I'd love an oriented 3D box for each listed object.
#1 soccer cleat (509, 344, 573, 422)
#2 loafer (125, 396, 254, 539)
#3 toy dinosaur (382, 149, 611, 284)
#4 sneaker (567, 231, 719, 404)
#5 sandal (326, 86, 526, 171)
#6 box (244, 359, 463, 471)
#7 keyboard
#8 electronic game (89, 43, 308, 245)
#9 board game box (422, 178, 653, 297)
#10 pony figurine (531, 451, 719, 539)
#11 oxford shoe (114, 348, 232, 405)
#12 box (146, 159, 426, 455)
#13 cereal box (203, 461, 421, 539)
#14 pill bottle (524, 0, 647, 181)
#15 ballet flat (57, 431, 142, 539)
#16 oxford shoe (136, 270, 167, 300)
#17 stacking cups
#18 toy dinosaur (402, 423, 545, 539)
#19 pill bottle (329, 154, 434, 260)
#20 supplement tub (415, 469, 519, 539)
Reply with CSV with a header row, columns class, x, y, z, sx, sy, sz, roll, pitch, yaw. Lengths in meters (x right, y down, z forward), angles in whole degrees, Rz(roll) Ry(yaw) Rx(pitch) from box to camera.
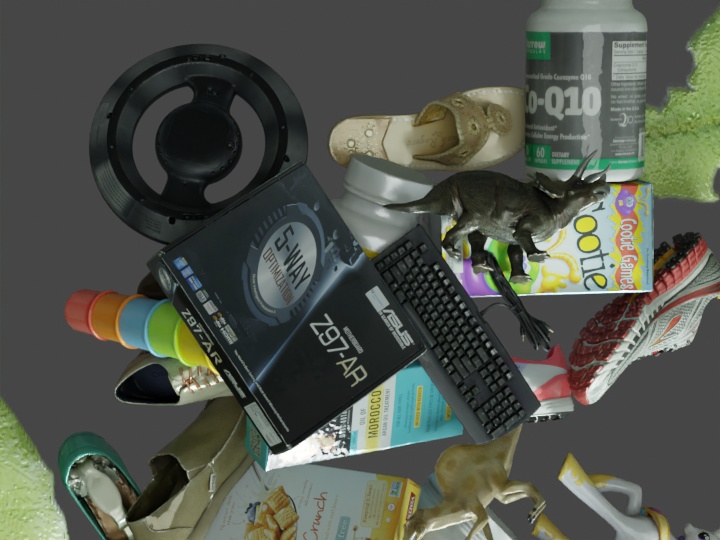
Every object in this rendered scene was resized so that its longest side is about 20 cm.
class,x,y,z,sx,sy,sz,roll,pitch,yaw
soccer cleat,0.105,0.112,1.704,0.200,0.068,0.073,-2,82,-7
loafer,-0.150,0.178,1.637,0.067,0.076,0.200,42,61,-34
toy dinosaur,0.120,-0.051,1.575,0.200,0.077,0.102,4,63,2
sneaker,0.280,0.057,1.697,0.200,0.078,0.082,-44,108,-11
sandal,0.077,-0.126,1.658,0.211,0.070,0.078,-8,99,-6
box,-0.003,0.118,1.586,0.200,0.049,0.082,-8,117,-25
keyboard,0.101,0.046,1.586,0.127,0.021,0.200,-37,98,-22
electronic game,-0.147,-0.115,1.613,0.200,0.042,0.200,0,71,-1
board game box,0.165,-0.033,1.666,0.200,0.105,0.103,-2,97,-8
pony figurine,0.259,0.294,1.714,0.200,0.167,0.193,24,87,5
oxford shoe,-0.134,0.093,1.612,0.200,0.074,0.071,-17,104,31
box,-0.061,0.031,1.510,0.160,0.044,0.200,-33,91,-25
cereal box,-0.054,0.251,1.634,0.200,0.040,0.144,4,71,26
pill bottle,0.209,-0.185,1.646,0.113,0.113,0.200,-2,98,-7
ballet flat,-0.221,0.242,1.670,0.067,0.070,0.200,-35,101,1
oxford shoe,-0.134,0.006,1.608,0.200,0.084,0.073,-12,82,32
stacking cups,-0.186,0.046,1.598,0.060,0.200,0.061,-15,110,-45
toy dinosaur,0.120,0.189,1.601,0.101,0.058,0.200,38,63,12
pill bottle,0.000,0.000,1.635,0.111,0.111,0.200,17,102,-9
supplement tub,0.049,0.295,1.676,0.200,0.144,0.144,-45,101,0
